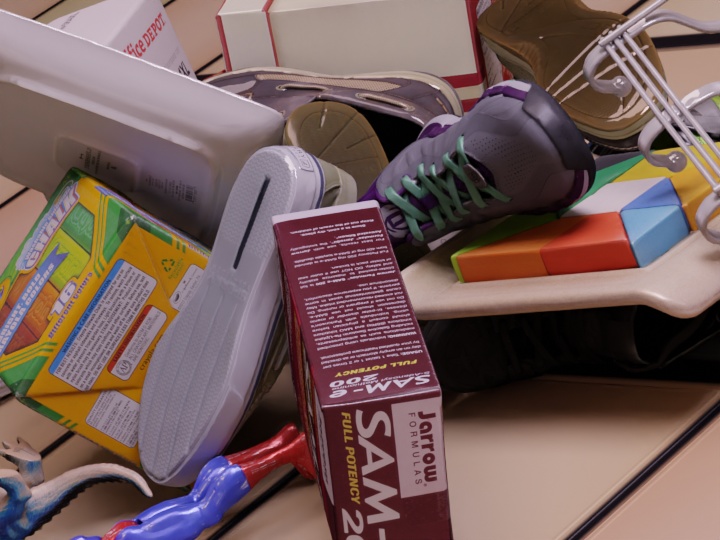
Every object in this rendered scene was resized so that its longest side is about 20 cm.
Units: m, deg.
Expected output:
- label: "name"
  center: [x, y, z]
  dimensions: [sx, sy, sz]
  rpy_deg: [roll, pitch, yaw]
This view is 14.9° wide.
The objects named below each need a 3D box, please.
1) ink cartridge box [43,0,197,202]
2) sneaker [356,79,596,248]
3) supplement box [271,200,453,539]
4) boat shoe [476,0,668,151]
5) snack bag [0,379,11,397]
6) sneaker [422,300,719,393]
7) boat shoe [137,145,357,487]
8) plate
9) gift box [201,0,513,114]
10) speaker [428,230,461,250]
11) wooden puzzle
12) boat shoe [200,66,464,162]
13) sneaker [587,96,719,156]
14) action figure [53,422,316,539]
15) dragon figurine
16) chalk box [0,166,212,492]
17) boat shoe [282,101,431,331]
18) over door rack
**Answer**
- label: "ink cartridge box"
  center: [-0.145, -0.067, 1.800]
  dimensions: [0.084, 0.200, 0.146]
  rpy_deg: [-19, 19, 17]
- label: "sneaker"
  center: [0.054, -0.041, 1.441]
  dimensions: [0.088, 0.074, 0.200]
  rpy_deg: [-38, 5, -16]
- label: "supplement box"
  center: [0.000, 0.058, 1.375]
  dimensions: [0.061, 0.109, 0.200]
  rpy_deg: [-9, 28, -5]
- label: "boat shoe"
  center: [0.135, -0.113, 1.622]
  dimensions: [0.073, 0.065, 0.200]
  rpy_deg: [-35, 31, -1]
- label: "snack bag"
  center: [-0.256, 0.053, 1.904]
  dimensions: [0.200, 0.021, 0.189]
  rpy_deg: [-30, 20, -13]
- label: "sneaker"
  center: [0.128, 0.022, 1.451]
  dimensions: [0.200, 0.060, 0.104]
  rpy_deg: [-22, 16, 0]
- label: "boat shoe"
  center: [-0.057, 0.030, 1.492]
  dimensions: [0.072, 0.062, 0.200]
  rpy_deg: [39, 108, 46]
- label: "plate"
  center: [-0.151, -0.075, 1.632]
  dimensions: [0.200, 0.200, 0.032]
  rpy_deg: [111, 179, -67]
- label: "gift box"
  center: [0.003, -0.112, 1.783]
  dimensions: [0.187, 0.200, 0.185]
  rpy_deg: [-4, 21, 13]
- label: "speaker"
  center: [0.029, -0.014, 1.635]
  dimensions: [0.200, 0.081, 0.081]
  rpy_deg: [-5, 27, 46]
- label: "wooden puzzle"
  center: [0.140, -0.028, 1.438]
  dimensions: [0.200, 0.037, 0.185]
  rpy_deg: [1, 26, 46]
- label: "boat shoe"
  center: [-0.039, -0.086, 1.666]
  dimensions: [0.200, 0.075, 0.073]
  rpy_deg: [-7, 12, 12]
- label: "sneaker"
  center: [0.216, -0.076, 1.593]
  dimensions: [0.199, 0.071, 0.083]
  rpy_deg: [-25, 19, 20]
- label: "action figure"
  center: [-0.112, 0.142, 1.446]
  dimensions: [0.200, 0.052, 0.065]
  rpy_deg: [-23, 14, -13]
- label: "dragon figurine"
  center: [-0.208, 0.150, 1.530]
  dimensions: [0.200, 0.100, 0.059]
  rpy_deg: [-4, 20, 3]
- label: "chalk box"
  center: [-0.141, 0.027, 1.610]
  dimensions: [0.125, 0.124, 0.200]
  rpy_deg: [-59, 23, 0]
- label: "boat shoe"
  center: [-0.001, 0.000, 1.563]
  dimensions: [0.072, 0.201, 0.066]
  rpy_deg: [-9, -29, -17]
- label: "over door rack"
  center: [0.222, -0.117, 1.369]
  dimensions: [0.200, 0.067, 0.148]
  rpy_deg: [-43, 44, 12]
